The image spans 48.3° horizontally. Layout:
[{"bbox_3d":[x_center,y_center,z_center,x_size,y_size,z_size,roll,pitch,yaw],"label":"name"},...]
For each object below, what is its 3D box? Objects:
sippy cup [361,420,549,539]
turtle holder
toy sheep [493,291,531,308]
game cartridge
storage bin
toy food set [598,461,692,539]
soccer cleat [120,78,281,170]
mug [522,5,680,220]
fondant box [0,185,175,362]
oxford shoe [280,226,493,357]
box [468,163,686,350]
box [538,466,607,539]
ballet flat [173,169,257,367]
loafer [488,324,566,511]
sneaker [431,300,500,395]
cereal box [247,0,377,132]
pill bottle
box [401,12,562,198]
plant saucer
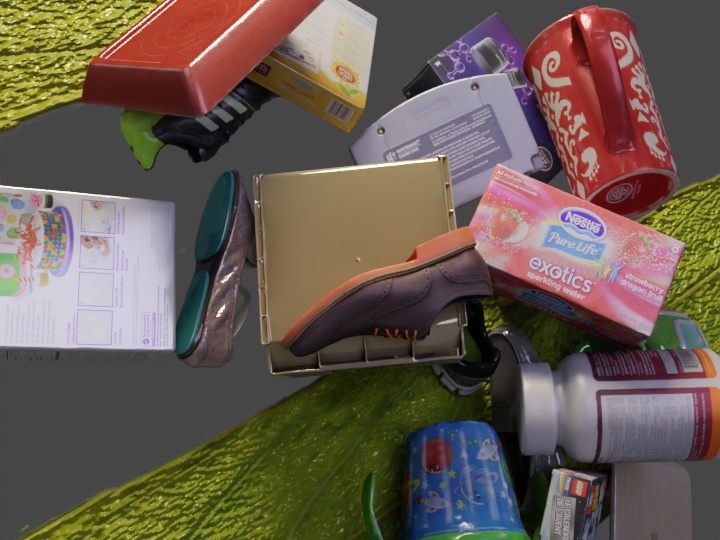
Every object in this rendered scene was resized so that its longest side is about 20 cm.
[{"bbox_3d":[0.098,0.226,0.807,0.177,0.138,0.133,27,51,-45],"label":"sippy cup"},{"bbox_3d":[0.332,0.096,0.949,0.130,0.142,0.187,-18,62,-27],"label":"turtle holder"},{"bbox_3d":[0.227,-0.016,0.930,0.198,0.138,0.140,-23,85,-28],"label":"toy sheep"},{"bbox_3d":[0.093,-0.136,0.908,0.197,0.041,0.135,-24,96,0],"label":"game cartridge"},{"bbox_3d":[0.000,0.000,0.800,0.196,0.094,0.203,-5,76,1],"label":"storage bin"},{"bbox_3d":[0.314,0.307,0.924,0.142,0.060,0.204,18,69,-31],"label":"toy food set"},{"bbox_3d":[-0.153,-0.162,0.844,0.198,0.067,0.082,-23,102,-27],"label":"soccer cleat"},{"bbox_3d":[0.253,-0.169,0.873,0.176,0.132,0.203,18,54,-45],"label":"mug"},{"bbox_3d":[-0.271,0.006,0.736,0.196,0.058,0.147,4,73,-25],"label":"fondant box"},{"bbox_3d":[0.026,0.035,0.707,0.197,0.071,0.073,-27,82,-4],"label":"oxford shoe"},{"bbox_3d":[0.205,-0.012,0.806,0.197,0.095,0.104,25,80,10],"label":"box"},{"bbox_3d":[0.208,0.269,0.799,0.039,0.200,0.140,10,82,23],"label":"box"},{"bbox_3d":[-0.135,0.001,0.805,0.067,0.067,0.204,25,70,-37],"label":"ballet flat"},{"bbox_3d":[0.174,0.162,0.888,0.069,0.070,0.204,-8,79,-35],"label":"loafer"},{"bbox_3d":[0.086,0.042,0.873,0.073,0.087,0.202,-34,90,-29],"label":"sneaker"},{"bbox_3d":[-0.055,-0.252,0.882,0.142,0.040,0.202,26,41,-16],"label":"cereal box"},{"bbox_3d":[0.259,0.137,0.810,0.196,0.110,0.112,-2,73,5],"label":"pill bottle"},{"bbox_3d":[0.168,-0.190,0.989,0.141,0.079,0.201,-40,93,-26],"label":"box"},{"bbox_3d":[-0.162,-0.231,0.788,0.201,0.197,0.037,-52,136,-27],"label":"plant saucer"}]
